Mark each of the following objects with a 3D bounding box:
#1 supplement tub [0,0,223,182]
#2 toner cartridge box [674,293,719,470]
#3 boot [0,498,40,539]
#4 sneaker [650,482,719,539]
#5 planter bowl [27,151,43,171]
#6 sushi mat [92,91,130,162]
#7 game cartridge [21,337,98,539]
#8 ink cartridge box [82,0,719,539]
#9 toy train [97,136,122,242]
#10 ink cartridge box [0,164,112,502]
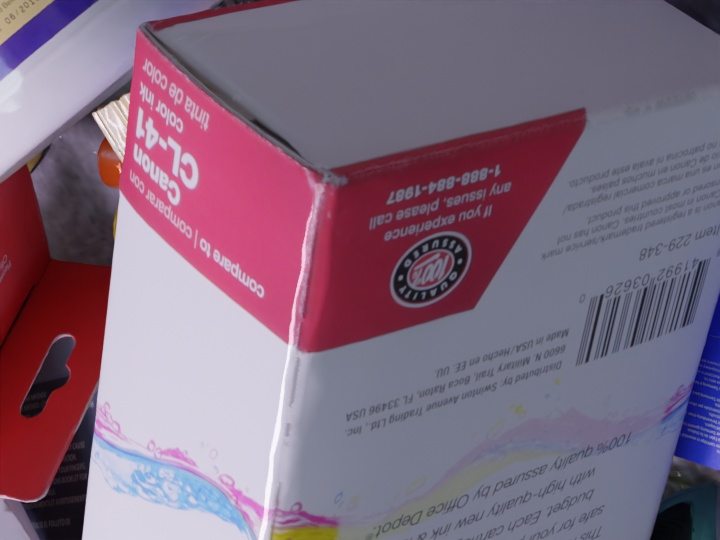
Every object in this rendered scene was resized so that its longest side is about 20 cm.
[{"bbox_3d":[-0.145,-0.138,0.758,0.200,0.145,0.145,51,139,-6],"label":"supplement tub"},{"bbox_3d":[0.066,-0.006,0.670,0.200,0.043,0.095,17,121,39],"label":"toner cartridge box"},{"bbox_3d":[-0.153,0.108,0.894,0.096,0.073,0.201,71,179,-77],"label":"boot"},{"bbox_3d":[0.168,0.079,0.723,0.078,0.200,0.140,68,-171,21],"label":"sneaker"},{"bbox_3d":[-0.224,-0.093,0.909,0.200,0.083,0.201,23,134,25],"label":"planter bowl"},{"bbox_3d":[-0.011,0.013,0.792,0.096,0.012,0.200,-15,111,40],"label":"sushi mat"},{"bbox_3d":[-0.122,0.072,0.935,0.200,0.041,0.134,-14,72,56],"label":"game cartridge"},{"bbox_3d":[0.011,0.029,0.596,0.086,0.147,0.200,40,132,38],"label":"ink cartridge box"},{"bbox_3d":[0.000,0.000,0.824,0.200,0.056,0.150,49,134,-5],"label":"toy train"},{"bbox_3d":[-0.192,0.006,0.829,0.199,0.116,0.067,10,141,15],"label":"ink cartridge box"}]
